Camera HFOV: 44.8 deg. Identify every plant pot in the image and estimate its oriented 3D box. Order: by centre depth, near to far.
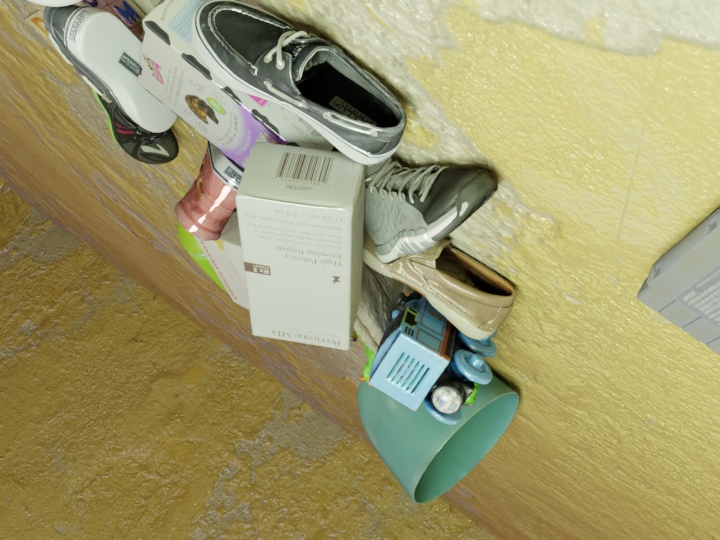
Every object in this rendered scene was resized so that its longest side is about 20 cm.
[{"bbox_3d":[0.092,0.189,1.198,0.161,0.200,0.201,43,169,27],"label":"plant pot"}]

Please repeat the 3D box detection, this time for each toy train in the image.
[{"bbox_3d":[0.080,0.079,0.930,0.114,0.087,0.200,33,-156,-2],"label":"toy train"}]

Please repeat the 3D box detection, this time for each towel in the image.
[{"bbox_3d":[0.000,0.000,0.962,0.034,0.133,0.200,-15,137,22],"label":"towel"}]

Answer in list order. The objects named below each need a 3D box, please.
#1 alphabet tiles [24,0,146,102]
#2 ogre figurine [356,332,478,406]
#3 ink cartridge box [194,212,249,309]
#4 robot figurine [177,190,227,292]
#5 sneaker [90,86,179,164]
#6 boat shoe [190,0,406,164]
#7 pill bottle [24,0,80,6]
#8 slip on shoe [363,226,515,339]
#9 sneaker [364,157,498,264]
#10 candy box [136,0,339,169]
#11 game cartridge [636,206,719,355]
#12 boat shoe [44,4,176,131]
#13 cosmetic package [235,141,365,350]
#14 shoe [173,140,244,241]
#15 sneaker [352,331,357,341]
[{"bbox_3d":[-0.285,-0.256,0.977,0.166,0.006,0.200,-8,136,42],"label":"alphabet tiles"},{"bbox_3d":[0.061,0.099,1.073,0.119,0.200,0.098,10,129,-16],"label":"ogre figurine"},{"bbox_3d":[-0.102,-0.026,1.077,0.200,0.125,0.129,21,144,49],"label":"ink cartridge box"},{"bbox_3d":[-0.191,-0.042,1.292,0.175,0.116,0.200,30,164,44],"label":"robot figurine"},{"bbox_3d":[-0.283,-0.193,1.135,0.084,0.077,0.200,36,167,23],"label":"sneaker"},{"bbox_3d":[-0.049,-0.161,0.697,0.200,0.072,0.068,38,163,2],"label":"boat shoe"},{"bbox_3d":[-0.293,-0.297,0.779,0.200,0.112,0.112,25,161,41],"label":"pill bottle"},{"bbox_3d":[0.069,-0.012,0.890,0.200,0.076,0.061,41,135,7],"label":"slip on shoe"},{"bbox_3d":[0.032,-0.075,0.769,0.116,0.075,0.200,52,155,-4],"label":"sneaker"},{"bbox_3d":[-0.111,-0.164,0.831,0.200,0.072,0.168,40,165,-9],"label":"candy box"},{"bbox_3d":[0.267,0.014,0.565,0.130,0.038,0.200,39,166,9],"label":"game cartridge"},{"bbox_3d":[-0.256,-0.212,0.910,0.068,0.072,0.200,27,175,22],"label":"boat shoe"},{"bbox_3d":[-0.050,-0.016,0.789,0.101,0.074,0.200,8,139,6],"label":"cosmetic package"},{"bbox_3d":[-0.165,-0.098,0.994,0.071,0.091,0.200,38,-171,-18],"label":"shoe"},{"bbox_3d":[-0.025,0.034,1.180,0.070,0.090,0.200,17,167,8],"label":"sneaker"}]
